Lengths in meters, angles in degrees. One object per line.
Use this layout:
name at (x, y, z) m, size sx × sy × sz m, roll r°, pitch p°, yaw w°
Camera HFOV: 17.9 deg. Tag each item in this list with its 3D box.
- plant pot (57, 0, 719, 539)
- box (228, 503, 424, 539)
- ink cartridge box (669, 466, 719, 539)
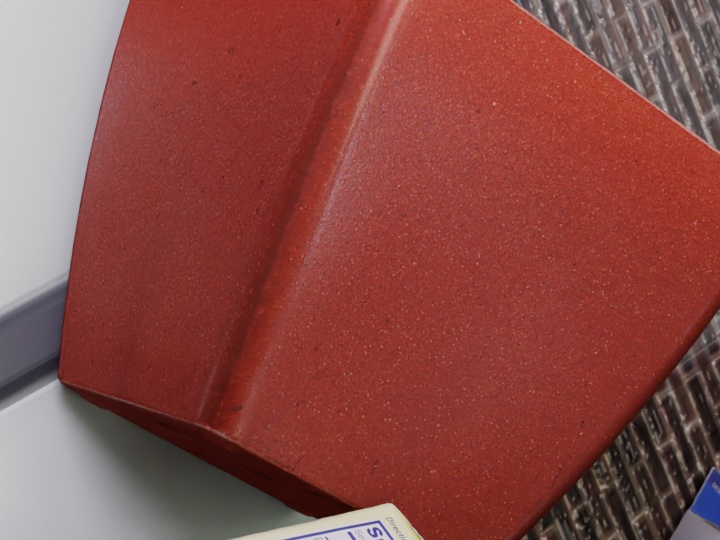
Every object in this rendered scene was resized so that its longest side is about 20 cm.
plant pot at (0.000, 0.000, 0.861) m, size 0.200 × 0.200 × 0.177 m, roll 32°, pitch 78°, yaw -30°
box at (-0.069, 0.186, 0.752) m, size 0.200 × 0.097 × 0.176 m, roll -7°, pitch 134°, yaw -37°
ink cartridge box at (0.155, 0.195, 1.042) m, size 0.099 × 0.039 × 0.200 m, roll 47°, pitch 60°, yaw -23°
